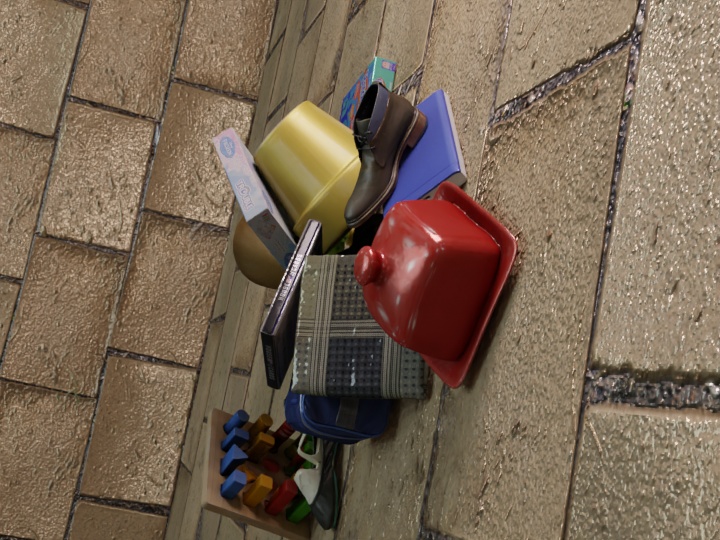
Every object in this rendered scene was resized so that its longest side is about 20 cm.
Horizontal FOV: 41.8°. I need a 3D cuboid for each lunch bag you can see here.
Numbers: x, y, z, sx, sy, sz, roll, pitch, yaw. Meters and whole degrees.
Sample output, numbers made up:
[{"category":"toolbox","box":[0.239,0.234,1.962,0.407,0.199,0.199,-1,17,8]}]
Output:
[{"category":"lunch bag","box":[-0.018,0.139,1.331,0.132,0.134,0.202,145,137,-67]}]

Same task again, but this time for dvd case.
[{"category":"dvd case","box":[-0.095,0.050,1.358,0.151,0.024,0.201,91,-163,-54]}]

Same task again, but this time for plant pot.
[{"category":"plant pot","box":[-0.135,-0.035,1.857,0.200,0.185,0.189,28,105,61]},{"category":"plant pot","box":[-0.060,-0.155,1.483,0.201,0.189,0.201,-45,1,1]}]

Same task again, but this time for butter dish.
[{"category":"butter dish","box":[0.061,0.004,1.098,0.200,0.146,0.201,52,126,55]}]

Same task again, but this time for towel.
[{"category":"towel","box":[0.006,0.071,1.256,0.035,0.190,0.202,43,-131,-63]}]

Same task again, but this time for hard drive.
[{"category":"hard drive","box":[0.081,-0.158,1.332,0.131,0.025,0.201,-35,35,25]}]

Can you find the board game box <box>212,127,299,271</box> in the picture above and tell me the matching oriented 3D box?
[{"category":"board game box","box":[-0.150,-0.097,1.507,0.199,0.043,0.201,57,-175,-50]}]

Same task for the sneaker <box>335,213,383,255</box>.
[{"category":"sneaker","box":[0.000,0.000,1.510,0.201,0.075,0.092,117,154,-46]}]

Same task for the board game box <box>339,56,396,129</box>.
[{"category":"board game box","box":[0.004,-0.288,1.776,0.200,0.044,0.154,144,137,-66]}]

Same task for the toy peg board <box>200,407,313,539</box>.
[{"category":"toy peg board","box":[-0.153,0.320,1.584,0.098,0.198,0.201,-48,28,29]}]

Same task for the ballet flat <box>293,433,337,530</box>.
[{"category":"ballet flat","box":[-0.070,0.311,1.499,0.068,0.068,0.202,122,156,-52]}]

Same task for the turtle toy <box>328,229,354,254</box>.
[{"category":"turtle toy","box":[-0.044,-0.101,1.656,0.101,0.144,0.202,-58,-10,-67]}]

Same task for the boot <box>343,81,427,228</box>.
[{"category":"boot","box":[0.009,-0.164,1.312,0.074,0.097,0.201,6,63,54]}]

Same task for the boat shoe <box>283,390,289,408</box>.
[{"category":"boat shoe","box":[-0.077,0.191,1.632,0.201,0.067,0.072,122,158,-46]}]
